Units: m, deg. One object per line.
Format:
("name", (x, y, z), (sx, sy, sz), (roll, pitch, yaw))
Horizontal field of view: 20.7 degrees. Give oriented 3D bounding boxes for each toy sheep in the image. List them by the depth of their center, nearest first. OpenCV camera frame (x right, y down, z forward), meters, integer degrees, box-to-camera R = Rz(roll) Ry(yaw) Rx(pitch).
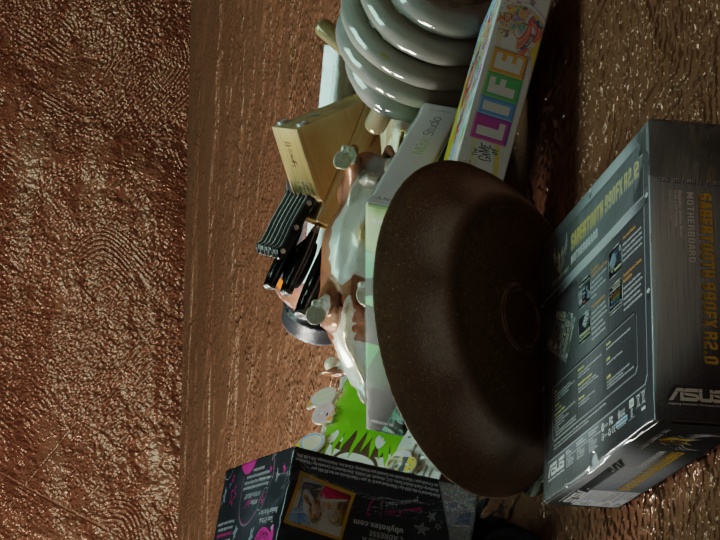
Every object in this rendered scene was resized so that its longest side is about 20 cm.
("toy sheep", (0.041, -0.180, 1.471), (0.200, 0.137, 0.138), (114, 158, -47))

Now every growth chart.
("growth chart", (0.008, 0.144, 1.490), (0.018, 0.144, 0.201), (56, -143, -43))

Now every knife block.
("knife block", (0.005, -0.054, 1.617), (0.064, 0.199, 0.176), (18, 129, 67))

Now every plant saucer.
("plant saucer", (0.081, 0.031, 1.145), (0.037, 0.200, 0.201), (-12, 68, 37))

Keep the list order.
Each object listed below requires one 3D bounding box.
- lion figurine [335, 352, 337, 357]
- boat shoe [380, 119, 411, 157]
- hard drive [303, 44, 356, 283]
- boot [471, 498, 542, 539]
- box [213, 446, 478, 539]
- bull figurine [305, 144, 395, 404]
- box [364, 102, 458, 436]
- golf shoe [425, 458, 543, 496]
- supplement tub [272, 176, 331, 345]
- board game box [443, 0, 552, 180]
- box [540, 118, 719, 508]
("lion figurine", (0.027, 0.112, 1.632), (0.122, 0.072, 0.201), (7, 107, 65))
("boat shoe", (0.055, -0.085, 1.557), (0.069, 0.073, 0.201), (20, 102, 55))
("hard drive", (0.005, -0.089, 1.695), (0.026, 0.132, 0.201), (8, 96, 34))
("boot", (0.067, 0.250, 1.316), (0.162, 0.073, 0.199), (166, 115, -76))
("box", (-0.018, 0.193, 1.296), (0.200, 0.132, 0.115), (150, 133, -71))
("bull figurine", (0.000, 0.000, 1.483), (0.121, 0.065, 0.201), (47, -132, -81))
("box", (0.040, -0.001, 1.438), (0.145, 0.036, 0.201), (-61, -25, -51))
("golf shoe", (0.085, 0.048, 1.268), (0.077, 0.088, 0.201), (105, 167, -51))
("supplement tub", (-0.026, -0.029, 1.834), (0.107, 0.106, 0.201), (-100, 19, -53))
("board game box", (0.082, -0.095, 1.319), (0.134, 0.034, 0.201), (113, 173, -74))
("box", (0.145, 0.030, 1.051), (0.200, 0.048, 0.159), (121, 153, -68))
